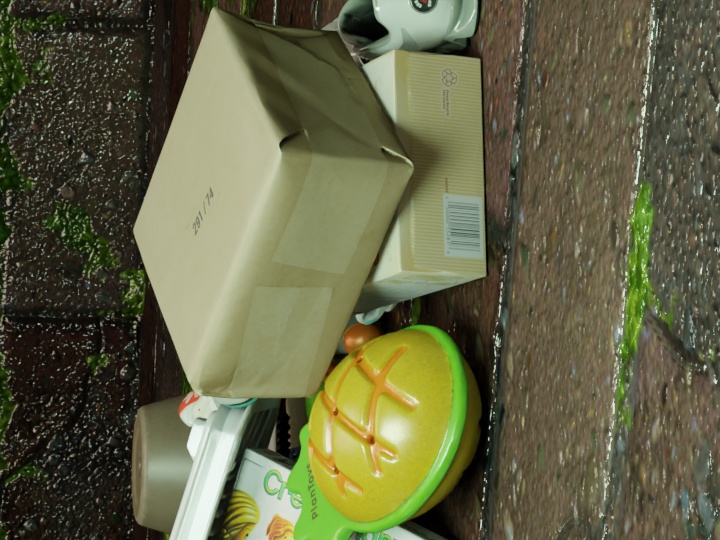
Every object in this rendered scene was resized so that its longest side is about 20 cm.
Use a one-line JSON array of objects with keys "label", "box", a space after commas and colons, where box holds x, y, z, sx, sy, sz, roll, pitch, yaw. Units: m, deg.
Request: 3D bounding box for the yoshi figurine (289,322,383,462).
[{"label": "yoshi figurine", "box": [-0.009, 0.133, 1.662, 0.113, 0.111, 0.201, 114, 153, -46]}]

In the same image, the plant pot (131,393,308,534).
[{"label": "plant pot", "box": [-0.129, 0.185, 2.070, 0.200, 0.173, 0.202, -178, 90, -79]}]

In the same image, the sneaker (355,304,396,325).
[{"label": "sneaker", "box": [0.000, 0.000, 1.712, 0.200, 0.074, 0.089, 156, 109, -75]}]

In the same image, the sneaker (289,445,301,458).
[{"label": "sneaker", "box": [-0.038, 0.173, 1.840, 0.200, 0.084, 0.076, 113, 156, -60]}]

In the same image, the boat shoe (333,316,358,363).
[{"label": "boat shoe", "box": [-0.031, 0.002, 1.847, 0.201, 0.074, 0.069, -105, 14, -55]}]

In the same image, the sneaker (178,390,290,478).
[{"label": "sneaker", "box": [-0.105, 0.097, 1.777, 0.070, 0.092, 0.202, -67, -20, -70]}]

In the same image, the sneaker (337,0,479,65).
[{"label": "sneaker", "box": [0.022, -0.180, 1.577, 0.200, 0.088, 0.075, 133, 135, -75]}]

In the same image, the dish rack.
[{"label": "dish rack", "box": [-0.119, 0.187, 1.662, 0.172, 0.043, 0.202, 10, -83, -84]}]

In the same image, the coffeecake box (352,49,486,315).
[{"label": "coffeecake box", "box": [0.008, -0.057, 1.539, 0.200, 0.072, 0.155, -18, 71, 60]}]

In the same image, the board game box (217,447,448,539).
[{"label": "board game box", "box": [-0.024, 0.223, 1.561, 0.199, 0.034, 0.127, 22, 98, 39]}]

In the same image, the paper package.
[{"label": "paper package", "box": [-0.068, -0.047, 1.488, 0.201, 0.103, 0.191, -67, 32, 30]}]

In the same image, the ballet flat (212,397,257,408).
[{"label": "ballet flat", "box": [-0.077, 0.015, 1.633, 0.070, 0.069, 0.201, 103, -175, -45]}]

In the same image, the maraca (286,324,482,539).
[{"label": "maraca", "box": [0.010, 0.120, 1.488, 0.200, 0.106, 0.138, -43, 39, 37]}]

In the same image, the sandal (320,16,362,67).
[{"label": "sandal", "box": [-0.039, -0.122, 1.688, 0.203, 0.050, 0.082, -53, 38, -11]}]
